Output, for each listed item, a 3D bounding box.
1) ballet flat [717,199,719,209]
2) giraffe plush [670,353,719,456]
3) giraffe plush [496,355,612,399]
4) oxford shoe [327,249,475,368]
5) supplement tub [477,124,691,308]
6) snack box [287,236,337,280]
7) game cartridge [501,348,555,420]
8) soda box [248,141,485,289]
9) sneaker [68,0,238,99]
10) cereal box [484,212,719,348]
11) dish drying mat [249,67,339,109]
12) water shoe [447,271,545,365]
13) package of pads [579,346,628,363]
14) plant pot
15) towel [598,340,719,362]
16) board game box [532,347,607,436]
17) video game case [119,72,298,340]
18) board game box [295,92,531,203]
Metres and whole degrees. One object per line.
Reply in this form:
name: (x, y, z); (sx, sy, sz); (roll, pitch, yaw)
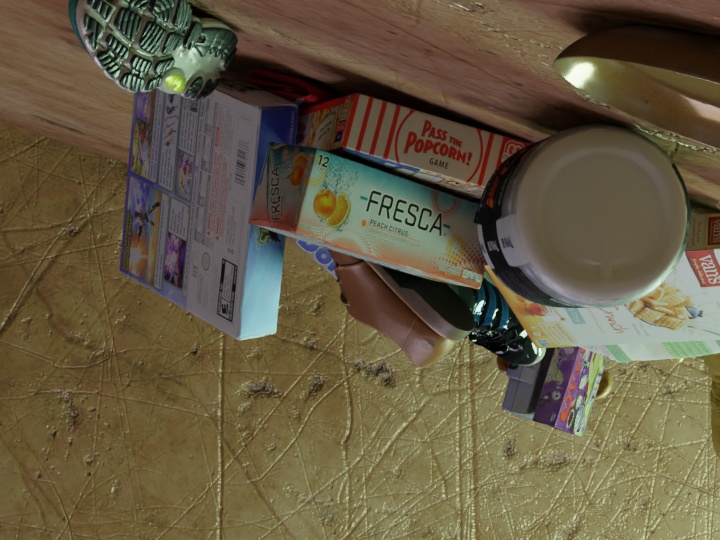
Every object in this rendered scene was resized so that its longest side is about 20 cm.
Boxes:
ballet flat: (0.336, 0.002, 1.554); (0.200, 0.064, 0.076); (21, 178, -23)
giraffe plush: (0.376, 0.071, 2.005); (0.200, 0.173, 0.162); (56, 179, 20)
giraffe plush: (0.208, 0.044, 2.275); (0.200, 0.162, 0.173); (21, 176, -33)
oxford shoe: (0.000, 0.000, 1.775); (0.200, 0.071, 0.071); (47, -151, 9)
supplement tub: (0.148, -0.034, 1.495); (0.122, 0.123, 0.200); (19, 177, -5)
snack box: (-0.008, -0.007, 1.894); (0.200, 0.024, 0.072); (41, -164, 0)
game cartridge: (0.178, 0.043, 2.077); (0.038, 0.200, 0.130); (14, 176, 16)
soda box: (0.012, -0.042, 1.678); (0.200, 0.068, 0.064); (17, 176, -40)
sneaker: (-0.161, -0.168, 1.533); (0.080, 0.078, 0.200); (28, -179, 20)
cereal box: (0.215, 0.011, 1.714); (0.200, 0.040, 0.144); (-4, 148, 24)
dish drying mat: (-0.006, -0.128, 1.825); (0.077, 0.018, 0.200); (15, 175, 40)
water shoe: (0.083, 0.032, 1.868); (0.071, 0.079, 0.200); (-14, 129, 43)
package of pads: (0.171, -0.004, 1.942); (0.200, 0.121, 0.076); (19, 145, 12)
plant pot: (0.197, -0.086, 1.104); (0.200, 0.028, 0.200); (19, 178, 1)
towel: (0.272, 0.022, 1.784); (0.200, 0.031, 0.149); (-9, 144, 31)
board game box: (0.218, 0.056, 2.057); (0.032, 0.200, 0.120); (17, 177, 24)
video game case: (-0.129, -0.066, 1.809); (0.045, 0.200, 0.181); (-8, -156, -39)
board game box: (0.032, -0.093, 1.728); (0.151, 0.046, 0.200); (15, 175, -16)
